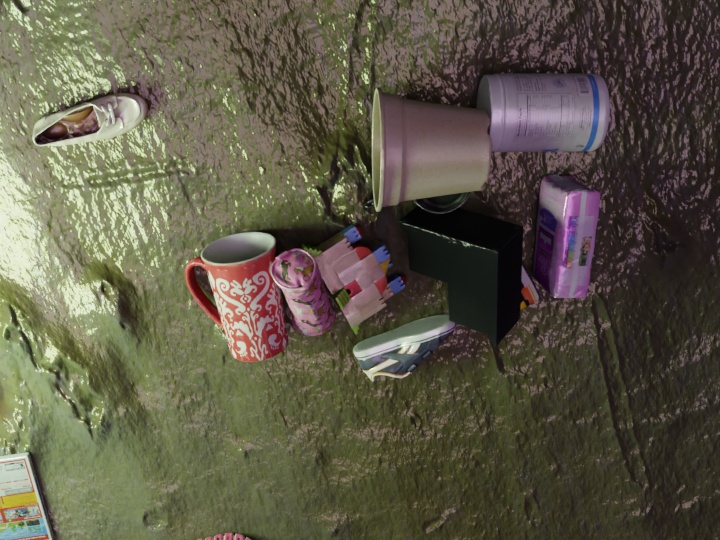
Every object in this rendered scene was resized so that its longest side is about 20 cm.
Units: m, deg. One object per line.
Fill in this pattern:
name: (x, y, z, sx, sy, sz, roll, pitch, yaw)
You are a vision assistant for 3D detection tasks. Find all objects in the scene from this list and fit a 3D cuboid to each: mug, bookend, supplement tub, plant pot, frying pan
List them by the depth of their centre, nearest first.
plant pot: (0.115, -0.199, 1.411, 0.182, 0.201, 0.202, -1, 110, -3)
supplement tub: (0.304, -0.265, 1.440, 0.199, 0.132, 0.133, -1, 110, -3)
frying pan: (0.113, -0.131, 1.504, 0.190, 0.031, 0.115, -40, 74, 8)
bookend: (0.178, 0.001, 1.518, 0.198, 0.092, 0.201, 19, 131, 32)
mug: (-0.210, 0.044, 1.537, 0.133, 0.177, 0.201, -27, 120, -33)

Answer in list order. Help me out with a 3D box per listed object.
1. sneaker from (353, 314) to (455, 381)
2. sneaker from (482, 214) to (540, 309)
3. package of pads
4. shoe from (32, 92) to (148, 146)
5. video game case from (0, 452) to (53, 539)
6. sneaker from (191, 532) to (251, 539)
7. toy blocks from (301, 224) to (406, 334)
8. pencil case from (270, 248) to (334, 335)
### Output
sneaker: (0.092, 0.147, 1.604, 0.199, 0.078, 0.080, -19, 106, 15)
sneaker: (0.247, -0.003, 1.563, 0.090, 0.070, 0.200, -33, 111, 5)
package of pads: (0.363, -0.061, 1.524, 0.075, 0.121, 0.201, -2, 110, -9)
shoe: (-0.451, -0.245, 1.430, 0.199, 0.053, 0.070, -16, 111, 2)
video game case: (-0.699, 0.456, 1.688, 0.142, 0.017, 0.201, -8, 110, -2)
sneaker: (-0.299, 0.594, 1.740, 0.199, 0.074, 0.088, -8, 110, 4)
toy blocks: (0.000, 0.000, 1.544, 0.136, 0.100, 0.201, -33, 109, -5)
pencil case: (-0.098, 0.040, 1.494, 0.086, 0.083, 0.200, 9, 154, 12)
